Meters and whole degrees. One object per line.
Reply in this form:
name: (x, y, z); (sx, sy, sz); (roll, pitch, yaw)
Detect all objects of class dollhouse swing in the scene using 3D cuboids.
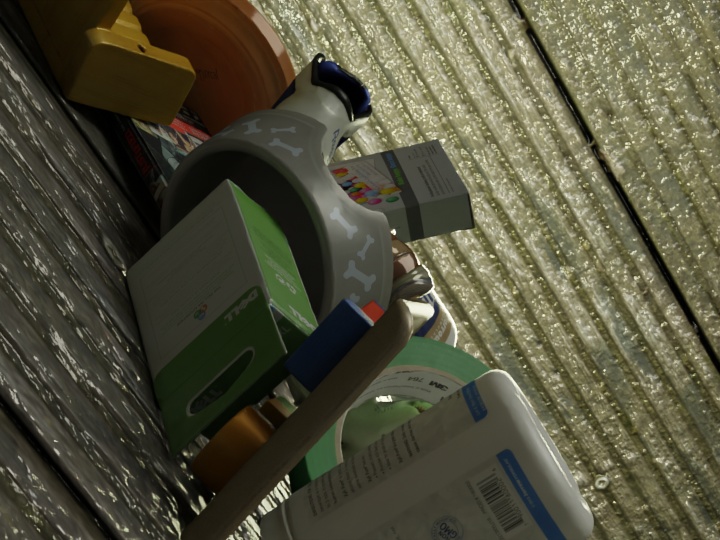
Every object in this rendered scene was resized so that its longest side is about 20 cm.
dollhouse swing: (-0.191, -0.263, 1.328); (0.181, 0.176, 0.201); (10, 45, -55)

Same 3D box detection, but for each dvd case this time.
dvd case: (-0.152, -0.093, 1.401); (0.145, 0.022, 0.201); (26, 23, -51)

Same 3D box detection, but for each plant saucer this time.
plant saucer: (-0.147, -0.178, 1.504); (0.201, 0.199, 0.032); (57, 46, -17)

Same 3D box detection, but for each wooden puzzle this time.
wooden puzzle: (-0.035, 0.080, 0.995); (0.046, 0.185, 0.200); (43, 4, 3)

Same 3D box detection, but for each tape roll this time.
tape roll: (0.044, 0.151, 1.267); (0.202, 0.199, 0.048); (61, -30, 19)

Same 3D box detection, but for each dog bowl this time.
dog bowl: (-0.070, -0.016, 1.216); (0.058, 0.200, 0.201); (-20, 76, -49)

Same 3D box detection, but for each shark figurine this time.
shark figurine: (-0.016, 0.106, 1.411); (0.214, 0.129, 0.089); (41, 10, 29)

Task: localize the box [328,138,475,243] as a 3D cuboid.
box: (-0.004, -0.063, 1.550); (0.156, 0.197, 0.042); (-109, -174, -66)

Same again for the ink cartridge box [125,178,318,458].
ink cartridge box: (-0.087, 0.039, 1.079); (0.059, 0.104, 0.201); (40, 16, -35)

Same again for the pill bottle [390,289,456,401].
pill bottle: (0.027, 0.050, 1.611); (0.201, 0.110, 0.111); (56, 6, -27)

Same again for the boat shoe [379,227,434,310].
boat shoe: (0.000, 0.000, 1.289); (0.072, 0.075, 0.200); (59, -19, -3)

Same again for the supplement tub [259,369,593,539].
supplement tub: (0.046, 0.171, 1.111); (0.133, 0.199, 0.132); (58, 6, -10)

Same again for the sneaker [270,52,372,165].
sneaker: (-0.046, -0.109, 1.336); (0.081, 0.115, 0.199); (45, -18, -7)
